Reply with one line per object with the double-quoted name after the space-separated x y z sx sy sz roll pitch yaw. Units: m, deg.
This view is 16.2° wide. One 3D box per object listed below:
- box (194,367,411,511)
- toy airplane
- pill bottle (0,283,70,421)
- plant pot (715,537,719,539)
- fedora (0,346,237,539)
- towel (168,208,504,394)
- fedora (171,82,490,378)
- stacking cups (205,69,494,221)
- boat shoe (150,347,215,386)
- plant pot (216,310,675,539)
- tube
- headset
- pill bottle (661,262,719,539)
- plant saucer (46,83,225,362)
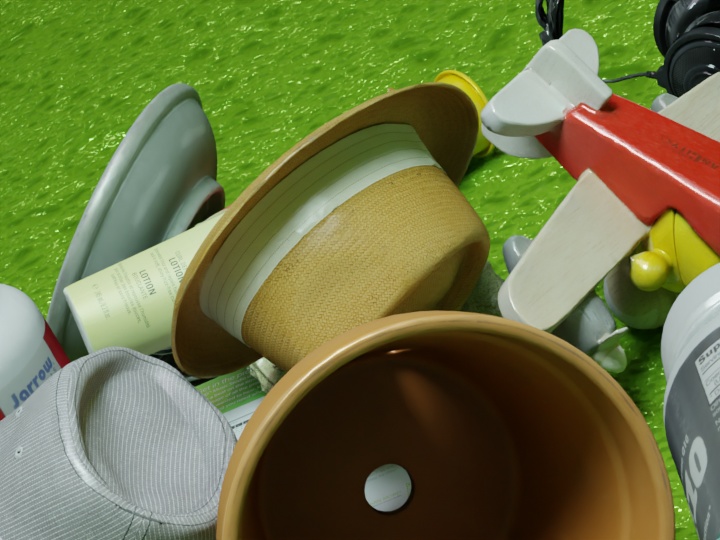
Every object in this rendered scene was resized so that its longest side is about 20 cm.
-0.022 0.100 1.347 0.144 0.036 0.200 -23 29 8 "box"
0.146 -0.032 1.307 0.199 0.141 0.199 -3 43 -15 "toy airplane"
-0.202 0.081 1.357 0.112 0.200 0.112 -21 29 12 "pill bottle"
0.181 0.170 0.892 0.161 0.201 0.200 -32 26 -33 "plant pot"
-0.118 0.099 1.203 0.090 0.177 0.200 -60 12 22 "fedora"
-0.012 0.007 1.381 0.148 0.037 0.200 -31 42 -12 "towel"
0.000 0.000 1.243 0.200 0.201 0.082 -37 67 -17 "fedora"
-0.011 -0.056 1.534 0.200 0.061 0.060 -29 26 -26 "stacking cups"
-0.036 0.014 1.462 0.199 0.071 0.072 -14 47 -1 "boat shoe"
0.025 0.110 1.141 0.200 0.200 0.140 -31 12 -8 "plant pot"
-0.059 -0.008 1.350 0.200 0.058 0.052 -23 18 -8 "tube"
0.207 -0.143 1.492 0.199 0.094 0.124 -10 30 7 "headset"
0.195 0.080 1.105 0.113 0.113 0.200 -23 28 9 "pill bottle"
-0.125 -0.012 1.513 0.050 0.200 0.200 23 45 8 "plant saucer"
